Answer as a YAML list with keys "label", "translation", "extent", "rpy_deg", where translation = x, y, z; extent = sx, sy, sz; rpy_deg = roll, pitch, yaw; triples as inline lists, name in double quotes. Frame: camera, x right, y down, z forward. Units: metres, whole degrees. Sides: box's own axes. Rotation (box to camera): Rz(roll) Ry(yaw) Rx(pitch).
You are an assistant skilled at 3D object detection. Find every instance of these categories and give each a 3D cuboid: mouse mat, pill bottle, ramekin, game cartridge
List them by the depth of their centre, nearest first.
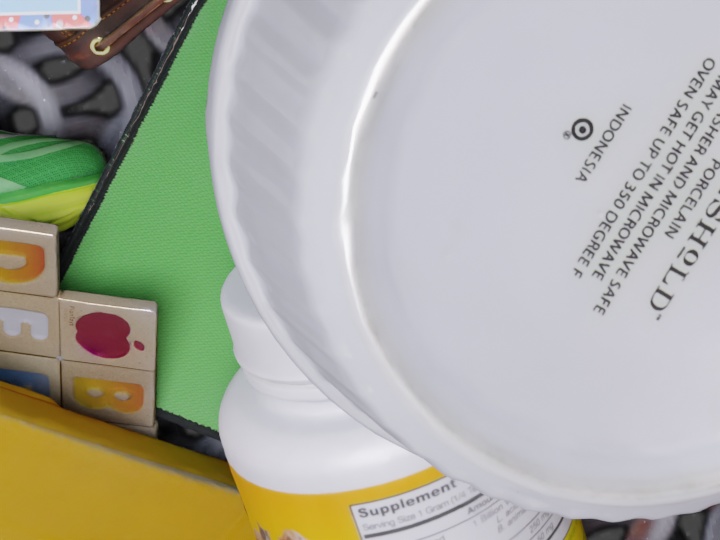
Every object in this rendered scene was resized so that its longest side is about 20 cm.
- label: "ramekin"
  translation: [0.063, -0.029, 0.695]
  extent: [0.202, 0.094, 0.203]
  rpy_deg: [-2, 105, -9]
- label: "pill bottle"
  translation: [0.018, 0.083, 0.936]
  extent: [0.109, 0.109, 0.200]
  rpy_deg: [-15, 116, 6]
- label: "game cartridge"
  translation: [-0.139, 0.121, 0.953]
  extent: [0.200, 0.032, 0.176]
  rpy_deg: [25, 108, -43]
- label: "mouse mat"
  translation: [0.000, 0.000, 0.960]
  extent: [0.200, 0.008, 0.161]
  rpy_deg: [23, 108, -20]

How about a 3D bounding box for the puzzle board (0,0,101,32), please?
- label: "puzzle board"
  translation: [-0.185, -0.151, 0.883]
  extent: [0.199, 0.017, 0.151]
  rpy_deg: [-1, 87, -1]

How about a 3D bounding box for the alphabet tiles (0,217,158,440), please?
- label: "alphabet tiles"
  translation: [-0.170, 0.032, 0.953]
  extent: [0.199, 0.006, 0.167]
  rpy_deg: [7, 140, 1]

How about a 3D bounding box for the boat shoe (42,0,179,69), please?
- label: "boat shoe"
  translation: [-0.035, -0.143, 0.919]
  extent: [0.200, 0.070, 0.070]
  rpy_deg: [-31, 108, 17]

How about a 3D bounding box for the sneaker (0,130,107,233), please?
- label: "sneaker"
  translation: [-0.182, -0.049, 0.940]
  extent: [0.199, 0.074, 0.084]
  rpy_deg: [7, 86, -9]
